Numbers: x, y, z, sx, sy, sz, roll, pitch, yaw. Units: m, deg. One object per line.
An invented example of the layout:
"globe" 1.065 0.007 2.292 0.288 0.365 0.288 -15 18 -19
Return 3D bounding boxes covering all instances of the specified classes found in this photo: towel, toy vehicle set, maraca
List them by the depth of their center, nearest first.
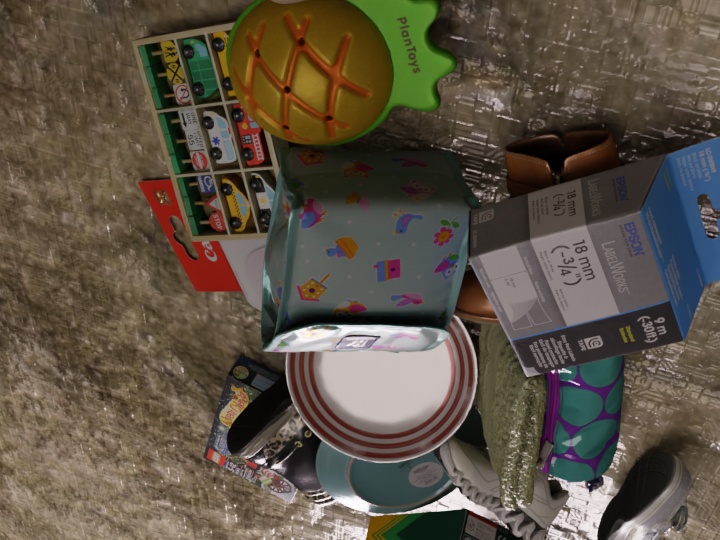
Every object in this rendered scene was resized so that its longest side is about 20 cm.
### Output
"maraca" -0.021 -0.169 0.751 0.199 0.107 0.137 -7 121 28
"toy vehicle set" -0.130 -0.126 0.865 0.124 0.027 0.201 -2 112 28
"towel" 0.143 0.127 0.909 0.036 0.149 0.200 -6 133 -5

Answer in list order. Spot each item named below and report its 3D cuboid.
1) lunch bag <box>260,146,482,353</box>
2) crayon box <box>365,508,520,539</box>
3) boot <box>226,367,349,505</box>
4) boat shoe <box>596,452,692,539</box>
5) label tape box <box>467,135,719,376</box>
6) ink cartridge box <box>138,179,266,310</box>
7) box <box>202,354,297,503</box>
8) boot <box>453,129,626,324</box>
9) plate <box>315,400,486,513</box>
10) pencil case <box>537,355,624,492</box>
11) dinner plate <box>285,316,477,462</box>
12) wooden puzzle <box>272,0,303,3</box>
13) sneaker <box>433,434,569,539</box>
"lunch bag" 0.000 0.000 0.826 0.170 0.122 0.200 0 127 -15
"crayon box" 0.132 0.350 1.119 0.200 0.058 0.172 32 149 -28
"boot" -0.032 0.172 1.062 0.203 0.074 0.154 -40 122 8
"boat shoe" 0.310 0.260 0.992 0.065 0.075 0.202 17 139 4
"label tape box" 0.202 -0.005 0.734 0.199 0.063 0.144 -16 127 21
"ink cartridge box" -0.134 -0.024 0.983 0.199 0.057 0.163 -4 127 25
"box" -0.120 0.208 1.190 0.136 0.038 0.200 26 136 3
"boot" 0.146 -0.035 0.803 0.199 0.077 0.156 -8 127 29
"plate" 0.050 0.213 1.045 0.199 0.026 0.201 -6 125 -9
"pencil case" 0.208 0.119 0.902 0.085 0.092 0.200 36 145 42
"dinner plate" 0.022 0.102 0.963 0.199 0.024 0.201 2 101 8
"wooden puzzle" -0.015 -0.298 0.635 0.185 0.046 0.201 -4 106 30
"sneaker" 0.154 0.225 1.021 0.081 0.075 0.200 -46 121 6
